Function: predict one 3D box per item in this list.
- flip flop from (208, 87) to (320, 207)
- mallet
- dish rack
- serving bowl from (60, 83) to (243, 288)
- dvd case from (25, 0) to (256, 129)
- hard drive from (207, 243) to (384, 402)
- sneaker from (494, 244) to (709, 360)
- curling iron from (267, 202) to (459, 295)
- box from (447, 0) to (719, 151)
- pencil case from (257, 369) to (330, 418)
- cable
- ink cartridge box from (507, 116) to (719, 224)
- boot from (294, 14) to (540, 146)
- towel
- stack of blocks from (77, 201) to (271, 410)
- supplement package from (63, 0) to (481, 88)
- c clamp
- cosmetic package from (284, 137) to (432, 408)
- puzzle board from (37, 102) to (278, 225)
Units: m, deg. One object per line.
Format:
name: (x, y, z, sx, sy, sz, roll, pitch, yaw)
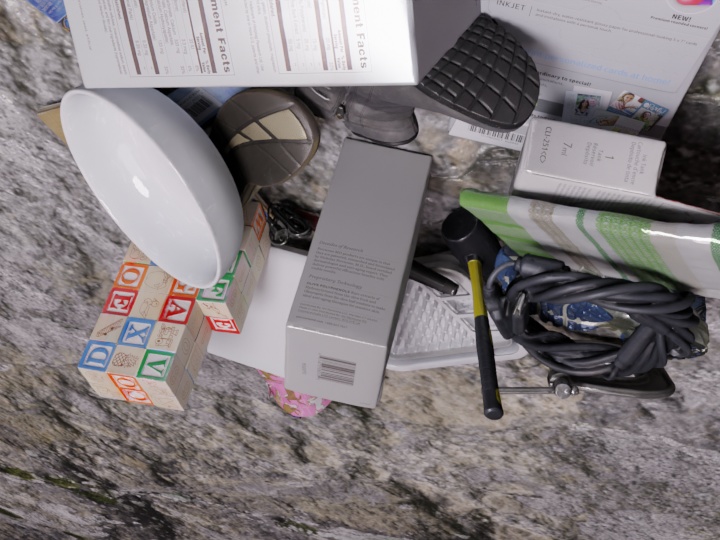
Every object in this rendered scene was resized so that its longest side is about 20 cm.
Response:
flip flop: (-0.084, -0.103, 0.828, 0.081, 0.057, 0.200, 57, 152, -1)
mallet: (0.109, 0.041, 0.858, 0.041, 0.201, 0.066, -20, 147, 22)
dish rack: (0.061, 0.041, 1.019, 0.199, 0.044, 0.172, -12, 140, 37)
serving bowl: (-0.166, -0.083, 0.837, 0.200, 0.066, 0.200, 36, 152, 23)
dvd case: (-0.157, -0.199, 0.754, 0.200, 0.018, 0.142, 35, 138, -29)
hard drive: (-0.063, 0.046, 0.986, 0.199, 0.027, 0.133, 15, 107, 25)
sneaker: (0.214, 0.010, 0.867, 0.199, 0.086, 0.077, 21, 157, -6)
curling iron: (-0.001, -0.016, 0.923, 0.199, 0.050, 0.026, 22, 139, 11)
box: (0.152, -0.153, 0.677, 0.155, 0.041, 0.200, 13, 150, 3)
pencil case: (-0.094, 0.093, 1.135, 0.083, 0.086, 0.200, 42, 166, 38)
cable: (0.190, 0.040, 0.795, 0.162, 0.051, 0.200, 0, 155, 21)
ink cartridge box: (0.201, -0.050, 0.742, 0.175, 0.045, 0.200, 13, 173, 6)
boot: (0.036, -0.132, 0.702, 0.200, 0.070, 0.132, 32, 161, 19)
towel: (0.188, -0.023, 0.719, 0.199, 0.031, 0.149, 13, 170, 30)
stack of blocks: (-0.167, 0.026, 0.918, 0.115, 0.201, 0.059, 7, 147, 15)
supplement package: (-0.048, -0.196, 0.550, 0.199, 0.152, 0.151, 3, 118, 20)
c clamp: (0.210, 0.089, 0.935, 0.170, 0.027, 0.200, 4, -170, 12)
cosmetic package: (0.000, 0.000, 0.830, 0.084, 0.201, 0.108, 12, 144, 3)
puzzle board: (-0.188, -0.101, 0.936, 0.150, 0.017, 0.200, -6, 143, 30)
